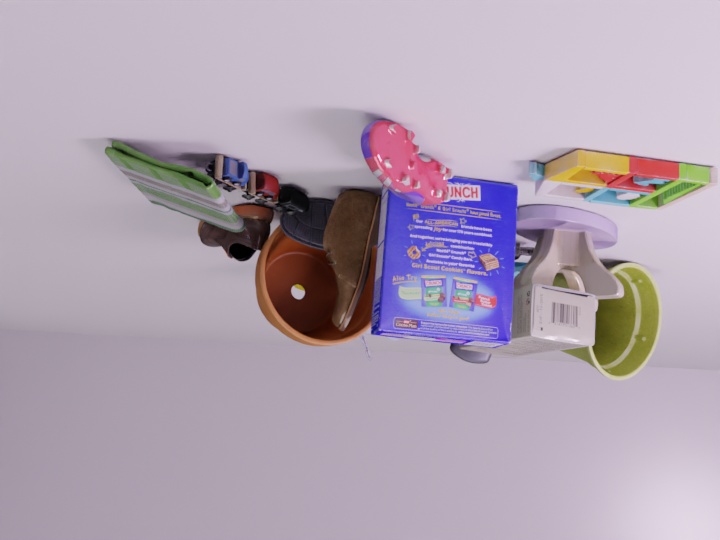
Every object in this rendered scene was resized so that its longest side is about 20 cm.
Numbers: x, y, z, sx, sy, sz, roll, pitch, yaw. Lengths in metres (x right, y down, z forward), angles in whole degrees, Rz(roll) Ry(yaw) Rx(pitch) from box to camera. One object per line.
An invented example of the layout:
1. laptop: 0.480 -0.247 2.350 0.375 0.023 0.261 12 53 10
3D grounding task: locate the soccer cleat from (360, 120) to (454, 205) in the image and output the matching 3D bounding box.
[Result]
1. soccer cleat: 0.038 -0.114 1.000 0.076 0.067 0.200 4 173 28

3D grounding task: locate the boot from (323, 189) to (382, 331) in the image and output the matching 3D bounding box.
1. boot: -0.020 -0.015 1.239 0.075 0.201 0.074 13 -164 -3

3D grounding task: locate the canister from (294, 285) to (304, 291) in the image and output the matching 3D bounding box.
1. canister: 0.000 0.000 1.511 0.199 0.087 0.148 1 169 40

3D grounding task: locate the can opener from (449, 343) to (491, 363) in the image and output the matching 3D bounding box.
1. can opener: 0.138 0.107 1.529 0.199 0.067 0.053 18 180 -12

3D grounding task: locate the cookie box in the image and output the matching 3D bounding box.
1. cookie box: 0.106 -0.013 1.131 0.170 0.201 0.075 7 170 -9

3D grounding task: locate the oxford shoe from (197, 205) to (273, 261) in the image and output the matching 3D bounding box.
1. oxford shoe: -0.204 -0.050 1.400 0.071 0.073 0.200 11 167 -30

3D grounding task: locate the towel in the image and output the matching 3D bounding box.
1. towel: -0.230 -0.107 1.159 0.148 0.031 0.200 19 169 7

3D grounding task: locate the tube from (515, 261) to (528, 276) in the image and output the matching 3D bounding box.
1. tube: 0.244 0.004 1.517 0.077 0.051 0.200 -15 179 -10

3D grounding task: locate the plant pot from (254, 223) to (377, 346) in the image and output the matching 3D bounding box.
1. plant pot: -0.074 0.020 1.363 0.199 0.202 0.140 8 166 -21

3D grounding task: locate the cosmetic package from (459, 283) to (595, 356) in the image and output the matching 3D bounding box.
1. cosmetic package: 0.229 0.073 1.261 0.105 0.072 0.200 10 167 -22

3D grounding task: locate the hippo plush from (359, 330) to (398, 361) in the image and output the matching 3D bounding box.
1. hippo plush: 0.002 0.067 1.665 0.159 0.201 0.161 -35 -178 -35

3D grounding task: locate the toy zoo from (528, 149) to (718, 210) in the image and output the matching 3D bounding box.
1. toy zoo: 0.292 -0.105 1.052 0.199 0.021 0.131 6 169 -10

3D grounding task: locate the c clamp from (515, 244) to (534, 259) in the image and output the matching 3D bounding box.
1. c clamp: 0.187 -0.035 1.469 0.198 0.027 0.171 2 176 10

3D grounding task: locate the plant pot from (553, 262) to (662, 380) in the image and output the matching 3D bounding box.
1. plant pot: 0.398 0.078 1.597 0.199 0.202 0.184 12 179 -36

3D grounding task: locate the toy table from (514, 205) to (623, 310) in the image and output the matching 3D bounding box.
1. toy table: 0.291 -0.014 1.282 0.199 0.118 0.183 13 166 -34

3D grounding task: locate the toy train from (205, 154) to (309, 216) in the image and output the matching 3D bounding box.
1. toy train: -0.129 -0.108 1.174 0.046 0.034 0.200 -6 166 31

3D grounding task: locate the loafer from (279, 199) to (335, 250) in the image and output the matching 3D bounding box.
1. loafer: -0.016 -0.060 1.295 0.198 0.072 0.063 2 174 -3
